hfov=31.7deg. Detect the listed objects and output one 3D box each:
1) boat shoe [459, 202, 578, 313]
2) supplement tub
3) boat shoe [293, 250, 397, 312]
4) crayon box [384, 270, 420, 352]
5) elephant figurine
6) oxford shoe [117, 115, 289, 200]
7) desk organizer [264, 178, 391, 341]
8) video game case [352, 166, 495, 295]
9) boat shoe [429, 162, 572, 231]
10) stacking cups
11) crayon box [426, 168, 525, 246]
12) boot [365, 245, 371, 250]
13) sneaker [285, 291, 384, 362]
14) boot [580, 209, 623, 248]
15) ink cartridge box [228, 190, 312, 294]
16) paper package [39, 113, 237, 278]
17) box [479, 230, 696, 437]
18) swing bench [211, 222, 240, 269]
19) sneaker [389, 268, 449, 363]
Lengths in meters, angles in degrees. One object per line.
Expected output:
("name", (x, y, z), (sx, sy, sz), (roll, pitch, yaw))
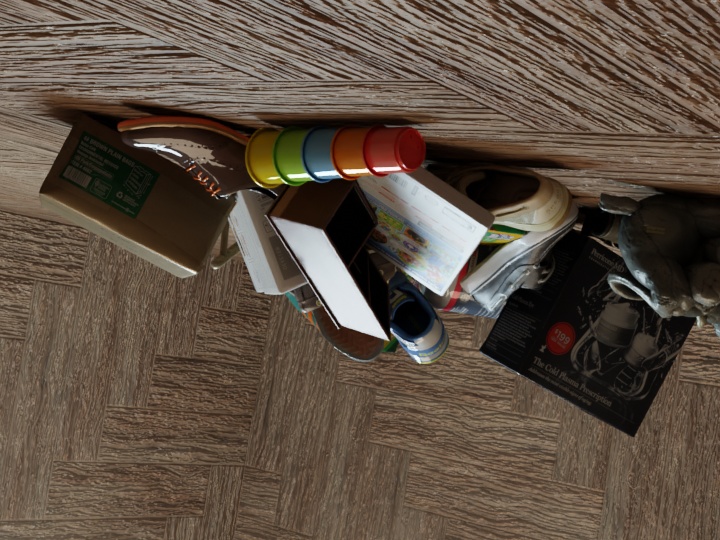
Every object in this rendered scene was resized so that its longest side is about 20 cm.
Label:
("boat shoe", (0.197, -0.011, 1.483), (0.200, 0.068, 0.072), (-42, -179, 43))
("supplement tub", (0.185, -0.007, 1.640), (0.198, 0.142, 0.140), (9, 177, -11))
("boat shoe", (0.000, 0.000, 1.538), (0.199, 0.060, 0.072), (-16, -172, -39))
("crayon box", (0.045, 0.009, 1.734), (0.058, 0.202, 0.172), (22, 180, 13))
("elephant figurine", (0.332, 0.001, 1.340), (0.140, 0.157, 0.200), (-13, 166, 4))
("oxford shoe", (-0.153, -0.113, 1.297), (0.198, 0.073, 0.071), (10, 177, -18))
("desk organizer", (-0.015, -0.015, 1.347), (0.077, 0.072, 0.201), (16, 151, 36))
("video game case", (0.051, -0.051, 1.297), (0.143, 0.018, 0.200), (34, 158, 3))
("boat shoe", (0.112, -0.078, 1.269), (0.199, 0.073, 0.065), (7, 164, 39))
("stacking cups", (-0.025, -0.105, 1.180), (0.060, 0.061, 0.199), (12, 176, -42))
("crayon box", (0.118, -0.069, 1.453), (0.117, 0.059, 0.200), (9, 177, -4))
("boot", (-0.015, -0.059, 1.529), (0.186, 0.069, 0.200), (1, -172, -21))
("sneaker", (-0.039, 0.041, 1.600), (0.200, 0.071, 0.080), (45, 179, 19))
("boot", (0.327, -0.039, 1.534), (0.129, 0.068, 0.200), (19, 175, 1))
("ink cartridge box", (-0.116, -0.054, 1.460), (0.050, 0.162, 0.200), (-22, -176, -10))
("paper package", (-0.256, -0.080, 1.451), (0.199, 0.104, 0.191), (29, 172, -12))
("box", (0.281, 0.073, 1.550), (0.199, 0.183, 0.104), (28, 179, -26))
("swing bench", (-0.078, -0.051, 1.770), (0.197, 0.131, 0.200), (7, -178, 15))
("sneaker", (0.034, 0.028, 1.599), (0.200, 0.074, 0.082), (42, 175, 17))
